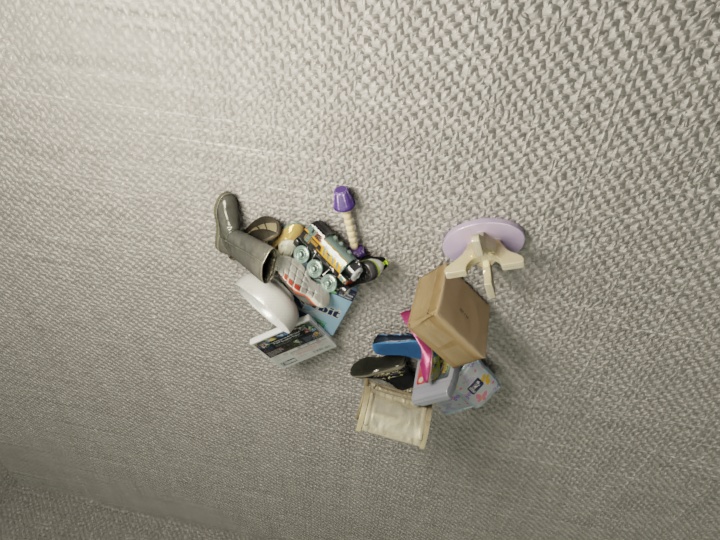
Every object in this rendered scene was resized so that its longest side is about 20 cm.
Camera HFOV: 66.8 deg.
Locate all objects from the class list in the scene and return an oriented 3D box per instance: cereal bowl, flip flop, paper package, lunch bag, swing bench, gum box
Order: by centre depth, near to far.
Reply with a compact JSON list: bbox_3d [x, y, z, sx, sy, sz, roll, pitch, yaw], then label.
[{"bbox_3d":[0.232,0.117,1.407,0.200,0.192,0.103,42,133,-22],"label":"paper package"},{"bbox_3d":[-0.278,-0.079,1.455,0.199,0.082,0.057,-29,141,33],"label":"flip flop"},{"bbox_3d":[-0.242,0.076,1.488,0.199,0.084,0.200,37,164,12],"label":"cereal bowl"},{"bbox_3d":[-0.119,0.085,1.574,0.168,0.045,0.201,24,134,-6],"label":"gum box"},{"bbox_3d":[0.094,0.413,1.590,0.197,0.131,0.200,16,175,-1],"label":"swing bench"},{"bbox_3d":[0.292,0.330,1.631,0.199,0.128,0.170,-25,126,28],"label":"lunch bag"}]

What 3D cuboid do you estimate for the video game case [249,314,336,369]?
[{"bbox_3d":[-0.196,0.214,1.619,0.198,0.024,0.182,-23,140,13],"label":"video game case"}]

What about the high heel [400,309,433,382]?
[{"bbox_3d":[0.156,0.209,1.519,0.095,0.203,0.067,0,167,8],"label":"high heel"}]

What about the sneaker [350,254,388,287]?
[{"bbox_3d":[0.000,0.000,1.447,0.199,0.082,0.072,-4,110,50],"label":"sneaker"}]

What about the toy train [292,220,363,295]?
[{"bbox_3d":[-0.083,-0.032,1.377,0.200,0.085,0.114,45,109,14],"label":"toy train"}]

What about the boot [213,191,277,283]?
[{"bbox_3d":[-0.287,-0.084,1.368,0.199,0.072,0.184,31,127,40],"label":"boot"}]

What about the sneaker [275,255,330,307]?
[{"bbox_3d":[-0.172,0.041,1.468,0.081,0.078,0.200,-15,130,42],"label":"sneaker"}]

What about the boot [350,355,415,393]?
[{"bbox_3d":[0.082,0.340,1.733,0.202,0.074,0.154,-17,128,29],"label":"boot"}]

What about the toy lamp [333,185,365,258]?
[{"bbox_3d":[-0.028,-0.117,1.359,0.058,0.059,0.201,-2,132,17],"label":"toy lamp"}]

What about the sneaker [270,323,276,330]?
[{"bbox_3d":[-0.231,0.185,1.664,0.070,0.081,0.201,14,141,4],"label":"sneaker"}]

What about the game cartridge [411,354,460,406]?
[{"bbox_3d":[0.220,0.288,1.559,0.132,0.201,0.041,-19,123,29],"label":"game cartridge"}]

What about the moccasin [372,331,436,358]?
[{"bbox_3d":[0.134,0.206,1.603,0.197,0.068,0.081,5,125,9],"label":"moccasin"}]

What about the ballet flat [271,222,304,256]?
[{"bbox_3d":[-0.209,-0.051,1.460,0.068,0.064,0.200,17,140,-32],"label":"ballet flat"}]

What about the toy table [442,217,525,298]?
[{"bbox_3d":[0.292,-0.037,1.304,0.198,0.118,0.184,-19,124,28],"label":"toy table"}]
